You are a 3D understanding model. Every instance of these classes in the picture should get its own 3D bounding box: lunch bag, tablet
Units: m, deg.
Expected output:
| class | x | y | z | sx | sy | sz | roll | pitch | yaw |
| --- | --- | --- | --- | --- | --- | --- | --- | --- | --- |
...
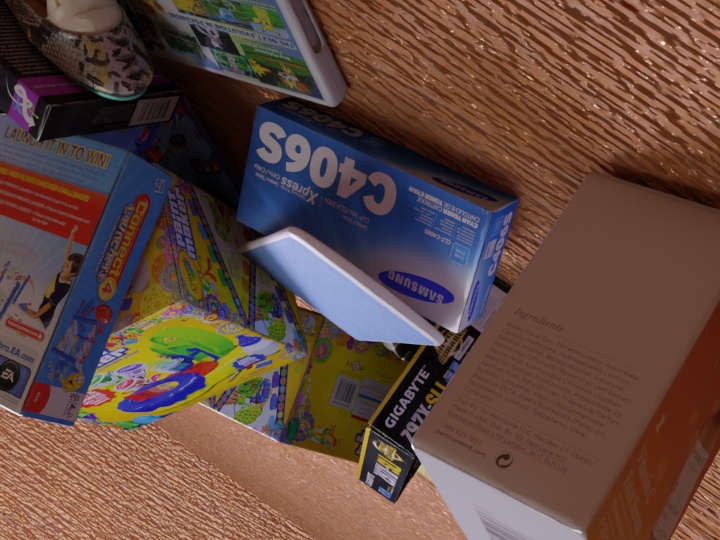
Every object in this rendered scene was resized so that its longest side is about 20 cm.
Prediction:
| class | x | y | z | sx | sy | sz | roll | pitch | yaw |
| --- | --- | --- | --- | --- | --- | --- | --- | --- | --- |
| lunch bag | -0.183 | -0.100 | 0.960 | 0.150 | 0.094 | 0.200 | 28 | 172 | 34 |
| tablet | -0.021 | 0.013 | 0.765 | 0.130 | 0.014 | 0.200 | 37 | 168 | -12 |

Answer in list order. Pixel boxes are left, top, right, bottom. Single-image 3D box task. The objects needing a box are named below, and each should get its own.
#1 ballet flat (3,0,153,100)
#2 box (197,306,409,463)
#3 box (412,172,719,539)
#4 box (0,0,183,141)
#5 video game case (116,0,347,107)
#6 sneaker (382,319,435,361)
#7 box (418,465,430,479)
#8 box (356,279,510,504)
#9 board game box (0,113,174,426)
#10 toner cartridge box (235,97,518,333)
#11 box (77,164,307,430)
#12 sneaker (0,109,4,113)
| class | x | y | z | sx | sy | sz | roll | pitch | yaw |
| --- | --- | --- | --- | --- | --- | --- | --- | --- | --- |
| ballet flat | -0.220 | -0.202 | 0.753 | 0.200 | 0.072 | 0.072 | 44 | 165 | 26 |
| box | -0.053 | 0.107 | 1.048 | 0.192 | 0.123 | 0.199 | 16 | 173 | 45 |
| box | 0.142 | 0.075 | 0.604 | 0.106 | 0.201 | 0.153 | 23 | 157 | 34 |
| box | -0.253 | -0.173 | 0.790 | 0.200 | 0.143 | 0.036 | 40 | 119 | 17 |
| video game case | -0.116 | -0.199 | 0.699 | 0.199 | 0.022 | 0.183 | 22 | 156 | 33 |
| sneaker | 0.000 | 0.000 | 0.879 | 0.090 | 0.078 | 0.201 | 33 | 159 | 36 |
| box | 0.141 | 0.251 | 1.242 | 0.199 | 0.050 | 0.075 | 31 | 160 | 15 |
| box | 0.061 | 0.105 | 0.887 | 0.049 | 0.160 | 0.200 | 31 | 160 | 10 |
| board game box | -0.262 | -0.011 | 0.783 | 0.199 | 0.197 | 0.056 | 18 | 173 | 31 |
| toner cartridge box | 0.006 | -0.044 | 0.745 | 0.199 | 0.043 | 0.096 | 26 | 119 | 24 |
| box | -0.185 | 0.033 | 0.883 | 0.199 | 0.123 | 0.192 | -25 | 154 | 19 |
| sneaker | -0.290 | -0.171 | 0.881 | 0.078 | 0.070 | 0.200 | 29 | -162 | -7 |
